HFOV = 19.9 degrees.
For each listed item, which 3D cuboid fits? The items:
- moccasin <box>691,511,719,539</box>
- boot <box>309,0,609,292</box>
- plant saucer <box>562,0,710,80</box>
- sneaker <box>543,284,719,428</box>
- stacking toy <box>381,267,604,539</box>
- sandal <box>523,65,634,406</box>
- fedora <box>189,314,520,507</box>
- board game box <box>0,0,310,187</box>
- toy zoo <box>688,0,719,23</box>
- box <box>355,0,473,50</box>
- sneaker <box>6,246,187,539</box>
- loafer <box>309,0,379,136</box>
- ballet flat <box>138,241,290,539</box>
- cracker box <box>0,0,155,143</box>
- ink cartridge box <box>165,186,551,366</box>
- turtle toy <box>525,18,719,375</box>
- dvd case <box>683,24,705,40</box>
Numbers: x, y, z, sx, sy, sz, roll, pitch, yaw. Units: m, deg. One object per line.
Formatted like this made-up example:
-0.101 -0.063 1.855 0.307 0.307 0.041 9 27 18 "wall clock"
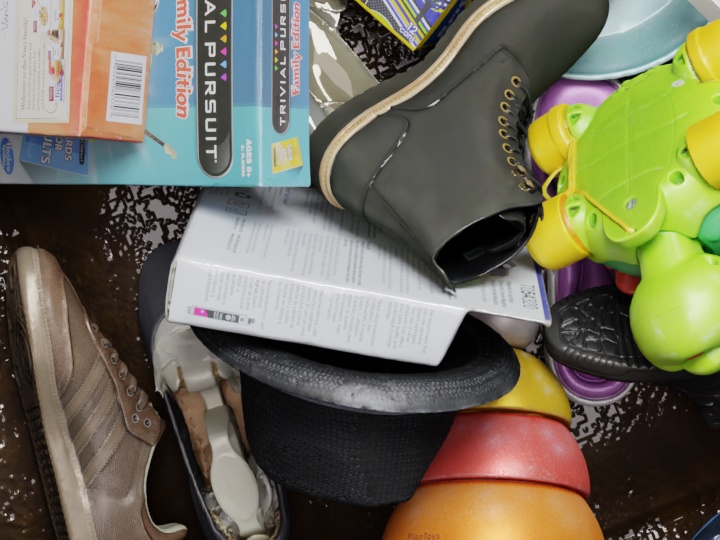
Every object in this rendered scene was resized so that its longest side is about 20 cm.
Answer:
0.285 0.149 1.221 0.199 0.068 0.081 -24 93 -1 "moccasin"
0.085 -0.074 1.121 0.200 0.138 0.078 -39 134 -7 "boot"
0.134 -0.213 1.218 0.198 0.036 0.202 0 92 -3 "plant saucer"
0.202 0.057 1.201 0.198 0.105 0.060 -3 55 -3 "sneaker"
0.082 0.096 1.198 0.145 0.146 0.202 5 76 -2 "stacking toy"
0.144 -0.021 1.219 0.082 0.050 0.204 -5 92 -2 "sandal"
-0.007 0.071 1.139 0.199 0.201 0.092 6 107 -2 "fedora"
-0.120 -0.123 1.153 0.199 0.047 0.152 2 94 36 "board game box"
0.261 -0.188 1.190 0.131 0.020 0.201 32 71 -10 "toy zoo"
-0.016 -0.217 1.176 0.200 0.064 0.070 42 108 7 "box"
-0.157 0.080 1.215 0.075 0.070 0.202 -13 96 -20 "sneaker"
-0.046 -0.147 1.203 0.069 0.075 0.201 -32 93 -16 "loafer"
-0.083 0.080 1.207 0.073 0.073 0.202 -15 92 -1 "ballet flat"
-0.205 -0.144 1.148 0.199 0.058 0.135 7 93 35 "cracker box"
0.000 0.000 1.142 0.198 0.196 0.044 11 106 -1 "ink cartridge box"
0.170 -0.034 1.122 0.145 0.201 0.101 -27 127 31 "turtle toy"
0.286 -0.071 1.189 0.149 0.025 0.201 -14 64 -2 "dvd case"
